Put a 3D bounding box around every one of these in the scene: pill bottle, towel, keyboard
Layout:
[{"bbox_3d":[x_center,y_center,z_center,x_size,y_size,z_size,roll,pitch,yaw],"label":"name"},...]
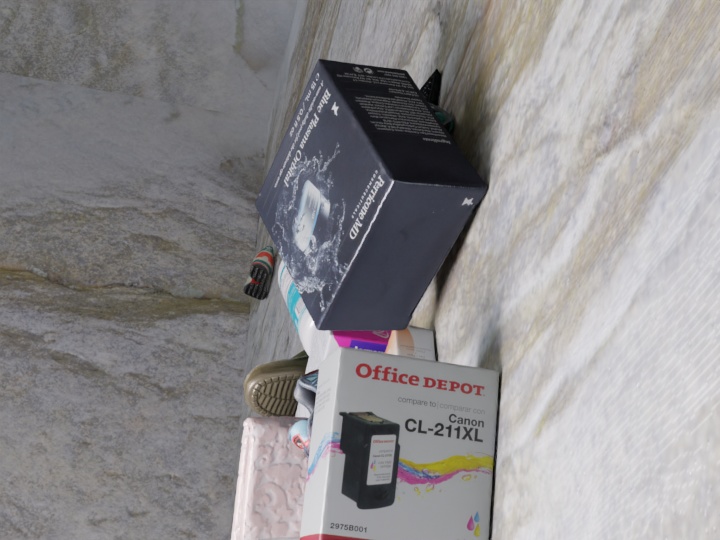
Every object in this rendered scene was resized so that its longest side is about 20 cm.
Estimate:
[{"bbox_3d":[-0.044,0.029,1.498,0.200,0.110,0.112,-117,35,-53],"label":"pill bottle"},{"bbox_3d":[-0.053,0.260,1.282,0.032,0.199,0.193,5,89,50],"label":"towel"},{"bbox_3d":[0.055,-0.180,1.458,0.200,0.039,0.105,134,145,-75],"label":"keyboard"}]

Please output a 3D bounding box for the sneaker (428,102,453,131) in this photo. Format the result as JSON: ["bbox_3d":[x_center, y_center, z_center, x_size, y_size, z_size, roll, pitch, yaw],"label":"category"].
[{"bbox_3d":[0.059,-0.118,1.268,0.121,0.083,0.201,95,177,-47],"label":"sneaker"}]

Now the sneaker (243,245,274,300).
[{"bbox_3d":[-0.269,0.005,3.156,0.200,0.070,0.094,111,-178,-59],"label":"sneaker"}]

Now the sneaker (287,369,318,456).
[{"bbox_3d":[-0.031,0.191,1.216,0.201,0.095,0.080,-102,20,-45],"label":"sneaker"}]

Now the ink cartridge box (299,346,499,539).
[{"bbox_3d":[0.031,0.175,0.958,0.083,0.144,0.202,131,146,-70],"label":"ink cartridge box"}]

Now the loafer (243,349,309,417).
[{"bbox_3d":[-0.078,0.144,1.484,0.067,0.199,0.077,39,113,39],"label":"loafer"}]

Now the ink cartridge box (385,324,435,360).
[{"bbox_3d":[0.040,0.183,1.193,0.201,0.050,0.163,-88,11,-48],"label":"ink cartridge box"}]

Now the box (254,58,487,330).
[{"bbox_3d":[0.002,-0.076,1.176,0.201,0.117,0.197,60,135,38],"label":"box"}]

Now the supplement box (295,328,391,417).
[{"bbox_3d":[-0.014,0.142,1.385,0.104,0.100,0.202,-101,21,-62],"label":"supplement box"}]
